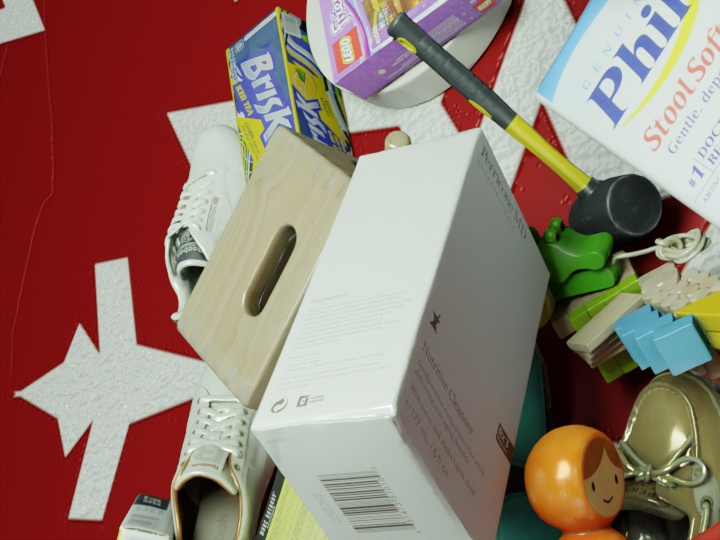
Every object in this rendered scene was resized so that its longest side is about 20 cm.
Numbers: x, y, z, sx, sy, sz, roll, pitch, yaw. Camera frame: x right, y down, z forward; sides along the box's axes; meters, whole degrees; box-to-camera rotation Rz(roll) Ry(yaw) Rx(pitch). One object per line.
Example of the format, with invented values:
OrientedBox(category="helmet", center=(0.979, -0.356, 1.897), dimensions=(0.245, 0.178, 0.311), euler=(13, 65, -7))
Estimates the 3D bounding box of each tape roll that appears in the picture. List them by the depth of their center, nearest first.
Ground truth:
OrientedBox(category="tape roll", center=(0.038, -0.228, 0.954), dimensions=(0.201, 0.037, 0.207), euler=(-17, 65, 42))

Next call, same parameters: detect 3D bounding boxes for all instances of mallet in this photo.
OrientedBox(category="mallet", center=(0.095, -0.083, 0.758), dimensions=(0.041, 0.199, 0.066), euler=(-51, -3, -13))

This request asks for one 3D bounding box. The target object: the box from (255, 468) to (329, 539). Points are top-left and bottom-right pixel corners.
OrientedBox(category="box", center=(0.008, 0.202, 0.837), dimensions=(0.199, 0.050, 0.077), euler=(18, 91, 47))

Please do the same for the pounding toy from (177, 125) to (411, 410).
OrientedBox(category="pounding toy", center=(0.000, 0.000, 0.813), dimensions=(0.142, 0.183, 0.202), euler=(39, 105, 44))

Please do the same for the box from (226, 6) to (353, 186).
OrientedBox(category="box", center=(-0.053, -0.103, 0.986), dimensions=(0.070, 0.064, 0.203), euler=(-31, 56, 34))

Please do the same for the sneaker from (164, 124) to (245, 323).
OrientedBox(category="sneaker", center=(-0.122, -0.038, 1.025), dimensions=(0.076, 0.080, 0.203), euler=(-30, 56, 37))

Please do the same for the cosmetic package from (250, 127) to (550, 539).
OrientedBox(category="cosmetic package", center=(0.029, 0.036, 0.625), dimensions=(0.080, 0.114, 0.202), euler=(-10, 40, 30))

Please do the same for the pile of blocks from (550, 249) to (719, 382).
OrientedBox(category="pile of blocks", center=(0.170, 0.041, 0.679), dimensions=(0.082, 0.063, 0.200), euler=(-38, 14, -13))

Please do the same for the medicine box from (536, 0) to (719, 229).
OrientedBox(category="medicine box", center=(0.227, -0.117, 0.679), dimensions=(0.200, 0.102, 0.184), euler=(44, 108, 43))

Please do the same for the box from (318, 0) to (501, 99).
OrientedBox(category="box", center=(0.024, -0.249, 0.920), dimensions=(0.136, 0.039, 0.203), euler=(-30, 58, 35))

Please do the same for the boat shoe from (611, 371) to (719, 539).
OrientedBox(category="boat shoe", center=(0.161, 0.155, 0.687), dimensions=(0.072, 0.063, 0.204), euler=(5, 81, 45))

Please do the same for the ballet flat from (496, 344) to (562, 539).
OrientedBox(category="ballet flat", center=(0.094, 0.137, 0.771), dimensions=(0.071, 0.071, 0.204), euler=(-22, 62, 38))

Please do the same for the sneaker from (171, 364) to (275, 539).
OrientedBox(category="sneaker", center=(-0.099, 0.138, 0.919), dimensions=(0.071, 0.085, 0.203), euler=(-2, 57, 4))

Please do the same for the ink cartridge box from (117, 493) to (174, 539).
OrientedBox(category="ink cartridge box", center=(-0.180, 0.281, 0.931), dimensions=(0.198, 0.046, 0.204), euler=(155, 130, -81))

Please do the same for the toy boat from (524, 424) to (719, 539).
OrientedBox(category="toy boat", center=(0.115, 0.141, 0.601), dimensions=(0.196, 0.130, 0.133), euler=(-11, 86, 11))

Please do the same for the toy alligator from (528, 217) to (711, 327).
OrientedBox(category="toy alligator", center=(0.107, -0.005, 0.732), dimensions=(0.198, 0.055, 0.059), euler=(-24, 17, 37))
